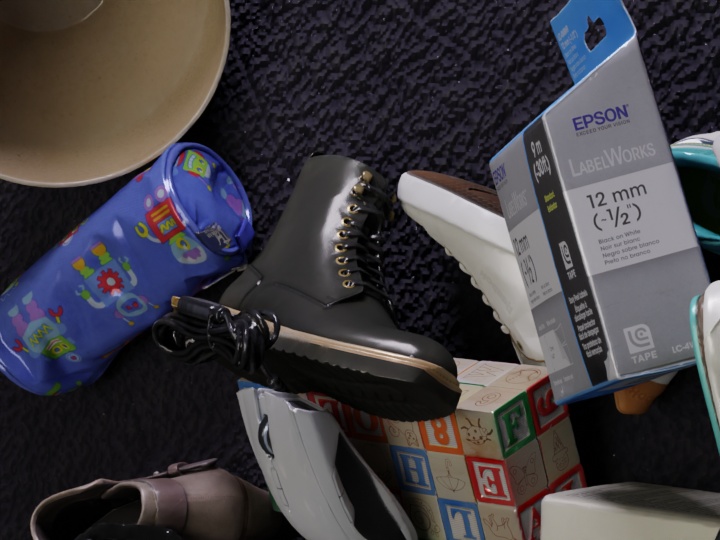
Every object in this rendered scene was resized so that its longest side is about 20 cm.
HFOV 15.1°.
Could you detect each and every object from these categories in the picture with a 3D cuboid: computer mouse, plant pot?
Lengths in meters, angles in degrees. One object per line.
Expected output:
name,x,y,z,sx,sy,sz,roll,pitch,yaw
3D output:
computer mouse,-0.037,0.096,1.459,0.110,0.044,0.200,8,139,55
plant pot,-0.188,-0.168,1.656,0.200,0.200,0.134,-66,21,19

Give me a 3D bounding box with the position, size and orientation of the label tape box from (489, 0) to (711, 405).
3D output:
label tape box,0.113,-0.040,1.365,0.143,0.066,0.200,136,117,-79

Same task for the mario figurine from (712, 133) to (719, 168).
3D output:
mario figurine,0.252,-0.053,1.330,0.106,0.123,0.200,-5,46,46

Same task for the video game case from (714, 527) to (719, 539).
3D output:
video game case,0.286,0.091,1.317,0.200,0.143,0.019,2,136,35

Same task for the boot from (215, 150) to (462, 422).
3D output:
boot,0.000,0.000,1.482,0.200,0.077,0.138,14,70,47

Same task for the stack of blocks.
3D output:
stack of blocks,0.031,0.110,1.527,0.200,0.059,0.115,5,117,44

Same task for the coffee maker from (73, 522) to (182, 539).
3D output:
coffee maker,-0.168,0.238,1.541,0.200,0.192,0.135,-47,22,34

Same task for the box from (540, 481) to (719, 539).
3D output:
box,0.198,0.161,1.404,0.200,0.095,0.078,5,95,39

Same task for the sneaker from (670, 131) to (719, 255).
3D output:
sneaker,0.222,-0.017,1.390,0.200,0.080,0.078,21,104,35

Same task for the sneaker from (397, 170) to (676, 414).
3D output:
sneaker,0.089,0.014,1.496,0.200,0.073,0.085,33,108,31

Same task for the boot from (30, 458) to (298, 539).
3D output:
boot,-0.138,0.159,1.622,0.200,0.146,0.070,-26,66,37

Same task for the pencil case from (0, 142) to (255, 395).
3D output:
pencil case,-0.147,0.004,1.677,0.200,0.078,0.087,-37,97,31

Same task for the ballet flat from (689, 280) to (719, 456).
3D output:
ballet flat,0.199,0.101,1.267,0.069,0.069,0.200,-3,101,38
